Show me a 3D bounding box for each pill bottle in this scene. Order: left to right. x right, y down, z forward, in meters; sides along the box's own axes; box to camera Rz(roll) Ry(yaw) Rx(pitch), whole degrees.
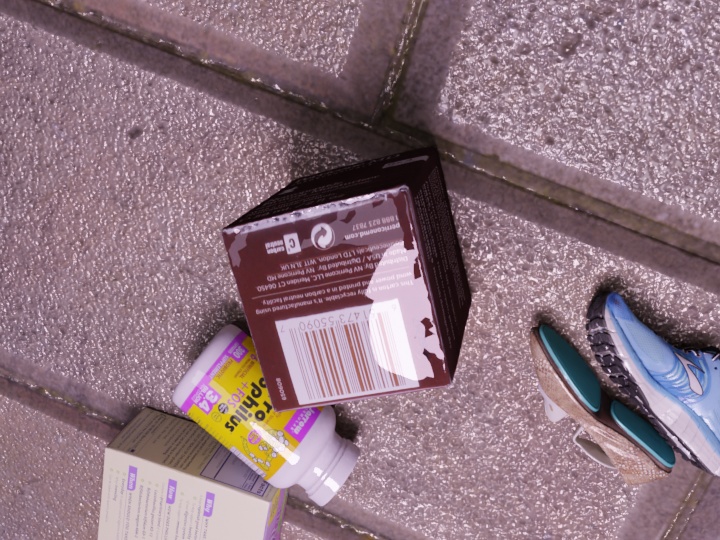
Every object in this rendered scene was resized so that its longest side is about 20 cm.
[{"bbox_3d":[-0.096,0.158,0.812,0.199,0.104,0.105,39,112,-2],"label":"pill bottle"}]

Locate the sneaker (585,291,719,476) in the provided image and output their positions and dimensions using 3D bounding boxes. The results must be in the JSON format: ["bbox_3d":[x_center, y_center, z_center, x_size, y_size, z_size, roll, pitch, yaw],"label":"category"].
[{"bbox_3d":[0.297,0.094,0.729,0.090,0.078,0.201,-41,92,-3],"label":"sneaker"}]

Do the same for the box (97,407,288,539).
[{"bbox_3d":[-0.192,0.283,0.879,0.196,0.097,0.180,15,110,9],"label":"box"}]

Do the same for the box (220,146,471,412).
[{"bbox_3d":[0.000,0.000,0.687,0.162,0.200,0.168,-12,105,16],"label":"box"}]

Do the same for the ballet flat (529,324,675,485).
[{"bbox_3d":[0.224,0.142,0.754,0.200,0.071,0.065,46,122,-1],"label":"ballet flat"}]
